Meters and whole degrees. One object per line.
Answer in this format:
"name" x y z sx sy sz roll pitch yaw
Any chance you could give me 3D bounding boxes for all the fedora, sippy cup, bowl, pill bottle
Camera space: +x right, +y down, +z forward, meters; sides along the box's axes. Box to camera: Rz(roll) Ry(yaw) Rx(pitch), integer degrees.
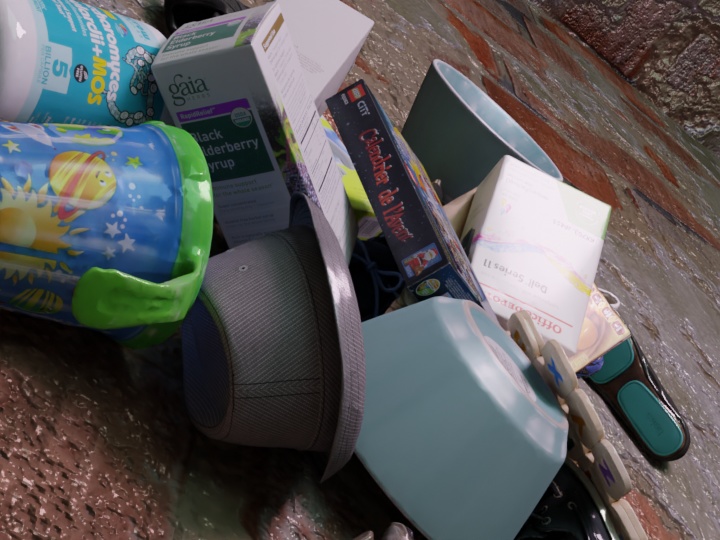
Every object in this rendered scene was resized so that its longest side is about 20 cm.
"fedora" -0.065 0.043 0.692 0.090 0.177 0.200 -4 25 -17
"sippy cup" -0.173 -0.028 0.643 0.130 0.178 0.140 7 77 -37
"bowl" 0.123 -0.136 1.276 0.201 0.105 0.201 40 17 -15
"pill bottle" -0.202 -0.132 0.781 0.200 0.111 0.111 4 44 -55
"bowl" 0.070 0.096 0.782 0.201 0.105 0.201 47 13 -14

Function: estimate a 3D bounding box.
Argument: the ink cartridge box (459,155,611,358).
"ink cartridge box" 0.142 0.012 0.992 0.117 0.067 0.200 24 62 -9

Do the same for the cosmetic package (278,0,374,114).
"cosmetic package" -0.069 -0.155 0.943 0.085 0.108 0.200 30 36 -3

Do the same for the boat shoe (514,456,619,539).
"boat shoe" 0.143 0.205 0.811 0.066 0.075 0.200 1 45 -32

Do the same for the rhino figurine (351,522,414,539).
"rhino figurine" 0.000 0.194 0.609 0.088 0.060 0.200 65 25 3

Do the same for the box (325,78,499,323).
"box" 0.044 -0.042 0.899 0.137 0.038 0.200 47 17 -53

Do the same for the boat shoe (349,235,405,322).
"boat shoe" 0.000 0.000 0.929 0.084 0.069 0.200 41 23 -3

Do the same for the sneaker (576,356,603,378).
"sneaker" 0.176 0.034 1.138 0.200 0.078 0.075 40 24 -7

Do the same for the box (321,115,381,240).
"box" -0.063 -0.115 1.053 0.122 0.048 0.200 6 44 -55

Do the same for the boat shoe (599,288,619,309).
"boat shoe" 0.214 0.014 1.241 0.200 0.069 0.071 23 31 -38

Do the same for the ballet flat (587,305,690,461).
"ballet flat" 0.286 0.117 1.202 0.200 0.068 0.068 62 19 17

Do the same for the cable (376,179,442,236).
"cable" 0.056 -0.037 1.146 0.097 0.050 0.200 52 33 -17

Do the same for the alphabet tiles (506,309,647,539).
"alphabet tiles" 0.161 0.130 0.864 0.196 0.015 0.200 93 -27 -69

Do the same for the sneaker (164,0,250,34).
"sneaker" -0.112 -0.222 1.125 0.199 0.076 0.114 32 27 -16

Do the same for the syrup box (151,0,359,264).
"syrup box" -0.071 -0.085 0.815 0.082 0.079 0.200 -73 149 -53

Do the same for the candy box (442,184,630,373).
"candy box" 0.151 0.014 1.065 0.115 0.055 0.200 -30 80 -28
